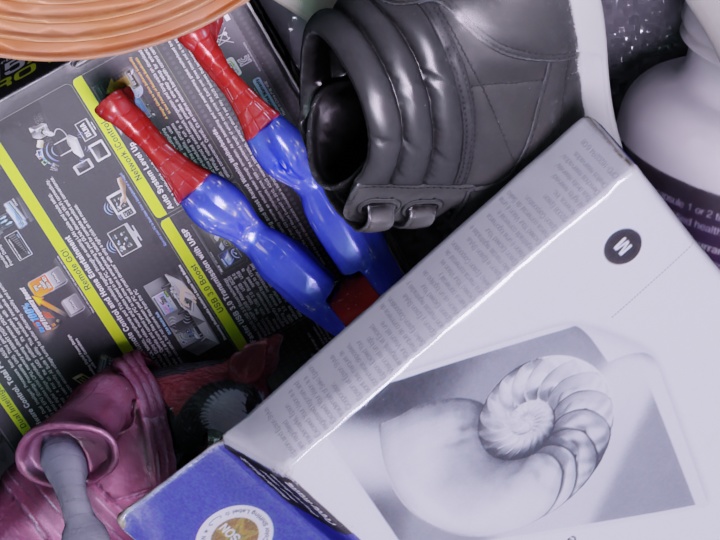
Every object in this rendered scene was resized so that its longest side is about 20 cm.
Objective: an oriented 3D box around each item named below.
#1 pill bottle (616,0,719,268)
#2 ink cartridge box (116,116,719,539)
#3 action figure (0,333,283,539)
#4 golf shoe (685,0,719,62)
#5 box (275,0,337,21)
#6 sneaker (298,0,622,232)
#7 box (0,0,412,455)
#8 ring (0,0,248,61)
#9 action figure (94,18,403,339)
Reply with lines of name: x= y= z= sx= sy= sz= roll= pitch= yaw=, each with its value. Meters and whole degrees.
pill bottle: x=0.139 y=-0.010 z=0.938 sx=0.111 sy=0.111 sz=0.200 roll=6 pitch=114 yaw=-11
ink cartridge box: x=0.056 y=0.079 z=0.856 sx=0.200 sy=0.041 sz=0.200 roll=-41 pitch=127 yaw=6
action figure: x=-0.104 y=0.088 z=0.925 sx=0.200 sy=0.149 sz=0.134 roll=-44 pitch=144 yaw=-4
golf shoe: x=0.098 y=-0.131 z=0.833 sx=0.097 sy=0.078 sz=0.200 roll=-11 pitch=104 yaw=27
box: x=-0.044 y=-0.152 z=0.858 sx=0.200 sy=0.095 sz=0.078 roll=30 pitch=106 yaw=-21
sneaker: x=0.035 y=-0.026 z=0.850 sx=0.099 sy=0.071 sz=0.200 roll=-25 pitch=128 yaw=-11
box: x=-0.071 y=0.004 z=0.951 sx=0.160 sy=0.044 sz=0.200 roll=-29 pitch=115 yaw=6
ring: x=-0.080 y=-0.156 z=0.708 sx=0.200 sy=0.019 sz=0.201 roll=-7 pitch=112 yaw=-18
action figure: x=0.000 y=0.000 z=0.908 sx=0.065 sy=0.099 sz=0.200 roll=-40 pitch=91 yaw=12
